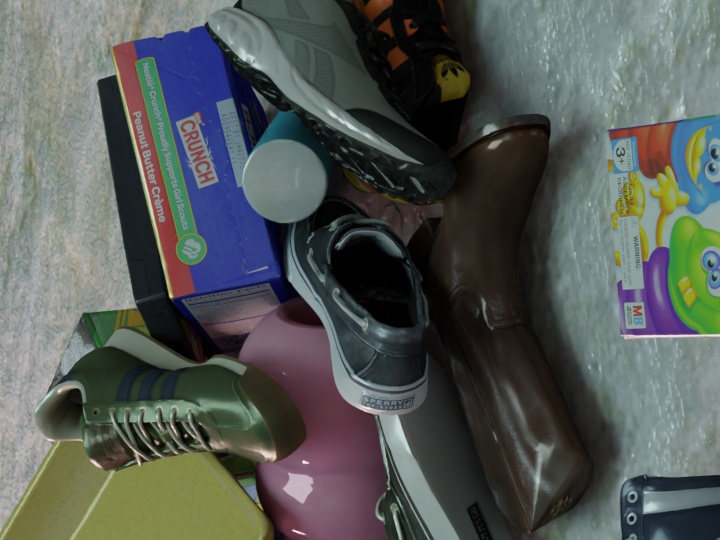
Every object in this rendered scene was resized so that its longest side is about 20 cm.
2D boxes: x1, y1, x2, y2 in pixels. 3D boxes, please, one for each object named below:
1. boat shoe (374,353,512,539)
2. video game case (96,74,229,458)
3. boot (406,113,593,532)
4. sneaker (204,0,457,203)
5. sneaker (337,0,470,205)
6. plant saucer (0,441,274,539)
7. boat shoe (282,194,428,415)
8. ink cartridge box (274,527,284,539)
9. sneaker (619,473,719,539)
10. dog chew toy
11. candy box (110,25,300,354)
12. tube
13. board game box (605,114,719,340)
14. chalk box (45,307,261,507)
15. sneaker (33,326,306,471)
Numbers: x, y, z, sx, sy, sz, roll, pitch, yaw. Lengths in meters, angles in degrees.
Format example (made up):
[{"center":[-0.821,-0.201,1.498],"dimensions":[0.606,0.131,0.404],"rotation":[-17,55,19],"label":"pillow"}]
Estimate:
[{"center":[0.041,0.142,1.327],"dimensions":[0.064,0.071,0.200],"rotation":[-23,86,36],"label":"boat shoe"},{"center":[-0.130,-0.002,1.517],"dimensions":[0.181,0.025,0.200],"rotation":[72,-177,-50],"label":"video game case"},{"center":[0.093,0.036,1.266],"dimensions":[0.186,0.064,0.200],"rotation":[113,144,-59],"label":"boot"},{"center":[-0.009,-0.111,1.284],"dimensions":[0.079,0.074,0.200],"rotation":[-44,54,-2],"label":"sneaker"},{"center":[0.035,-0.136,1.341],"dimensions":[0.090,0.070,0.200],"rotation":[22,117,49],"label":"sneaker"},{"center":[-0.142,0.183,1.461],"dimensions":[0.200,0.048,0.200],"rotation":[46,111,40],"label":"plant saucer"},{"center":[0.000,0.000,1.315],"dimensions":[0.200,0.072,0.068],"rotation":[-106,20,-56],"label":"boat shoe"},{"center":[-0.036,0.264,1.464],"dimensions":[0.200,0.067,0.116],"rotation":[61,-175,35],"label":"ink cartridge box"},{"center":[0.128,0.177,1.148],"dimensions":[0.070,0.200,0.109],"rotation":[51,-166,-56],"label":"sneaker"},{"center":[-0.014,0.118,1.413],"dimensions":[0.124,0.124,0.200],"rotation":[27,125,55],"label":"dog chew toy"},{"center":[-0.091,-0.047,1.463],"dimensions":[0.200,0.077,0.169],"rotation":[71,-175,-77],"label":"candy box"},{"center":[-0.036,-0.080,1.406],"dimensions":[0.200,0.050,0.078],"rotation":[-73,-6,-72],"label":"tube"},{"center":[0.214,-0.025,1.015],"dimensions":[0.200,0.105,0.103],"rotation":[-4,91,59],"label":"board game box"},{"center":[-0.127,0.137,1.598],"dimensions":[0.200,0.124,0.124],"rotation":[63,142,30],"label":"chalk box"},{"center":[-0.122,0.093,1.356],"dimensions":[0.200,0.090,0.067],"rotation":[15,134,51],"label":"sneaker"}]
